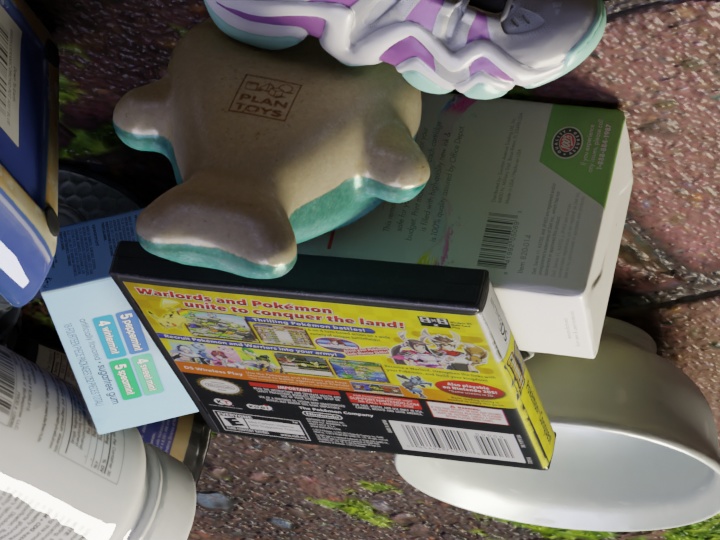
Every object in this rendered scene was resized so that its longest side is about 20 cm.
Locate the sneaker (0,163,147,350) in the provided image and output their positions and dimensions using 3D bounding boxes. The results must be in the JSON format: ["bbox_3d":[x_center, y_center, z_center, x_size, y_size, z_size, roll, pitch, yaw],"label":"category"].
[{"bbox_3d":[-0.200,0.002,1.616,0.202,0.077,0.146,0,153,16],"label":"sneaker"}]

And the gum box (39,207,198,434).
[{"bbox_3d":[-0.072,0.016,1.538,0.200,0.045,0.170,-13,149,0],"label":"gum box"}]

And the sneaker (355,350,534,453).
[{"bbox_3d":[0.051,0.033,1.510,0.200,0.090,0.078,-29,106,27],"label":"sneaker"}]

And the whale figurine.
[{"bbox_3d":[-0.045,-0.047,1.313,0.159,0.200,0.104,11,127,8],"label":"whale figurine"}]

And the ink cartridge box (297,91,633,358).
[{"bbox_3d":[0.033,-0.029,1.410,0.200,0.117,0.067,7,150,15],"label":"ink cartridge box"}]

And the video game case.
[{"bbox_3d":[-0.010,0.045,1.416,0.200,0.026,0.181,5,152,20],"label":"video game case"}]

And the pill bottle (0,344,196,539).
[{"bbox_3d":[-0.202,0.118,1.626,0.113,0.114,0.200,-16,141,43],"label":"pill bottle"}]

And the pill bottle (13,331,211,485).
[{"bbox_3d":[-0.207,0.104,1.761,0.200,0.112,0.112,21,151,-13],"label":"pill bottle"}]

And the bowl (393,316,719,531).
[{"bbox_3d":[0.122,0.082,1.585,0.201,0.091,0.201,6,159,2],"label":"bowl"}]

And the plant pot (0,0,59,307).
[{"bbox_3d":[-0.261,-0.077,1.370,0.180,0.200,0.200,-16,143,17],"label":"plant pot"}]

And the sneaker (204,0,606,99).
[{"bbox_3d":[0.012,-0.150,1.245,0.200,0.078,0.140,7,152,12],"label":"sneaker"}]
